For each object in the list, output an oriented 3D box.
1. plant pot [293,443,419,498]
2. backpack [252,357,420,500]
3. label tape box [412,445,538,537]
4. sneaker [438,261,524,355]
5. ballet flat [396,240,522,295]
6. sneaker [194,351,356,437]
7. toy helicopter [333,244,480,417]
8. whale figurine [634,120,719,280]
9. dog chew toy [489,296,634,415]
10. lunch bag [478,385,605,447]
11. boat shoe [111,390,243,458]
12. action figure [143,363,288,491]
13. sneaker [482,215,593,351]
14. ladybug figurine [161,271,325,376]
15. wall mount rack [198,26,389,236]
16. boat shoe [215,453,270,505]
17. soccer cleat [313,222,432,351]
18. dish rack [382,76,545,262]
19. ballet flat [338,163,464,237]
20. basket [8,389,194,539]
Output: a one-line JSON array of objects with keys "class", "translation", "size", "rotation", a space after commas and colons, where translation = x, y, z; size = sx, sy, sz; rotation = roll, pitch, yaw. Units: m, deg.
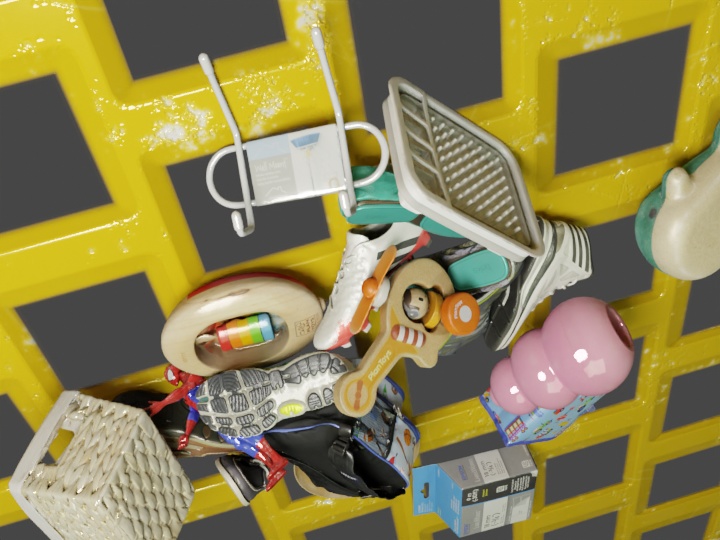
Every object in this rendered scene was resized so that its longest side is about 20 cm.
[{"class": "plant pot", "translation": [-0.007, 0.274, 1.192], "size": [0.195, 0.028, 0.203], "rotation": [-9, 133, -10]}, {"class": "backpack", "translation": [-0.018, 0.213, 1.027], "size": [0.197, 0.156, 0.191], "rotation": [-9, 133, 42]}, {"class": "label tape box", "translation": [0.189, 0.374, 1.314], "size": [0.195, 0.064, 0.147], "rotation": [-12, 132, -8]}, {"class": "sneaker", "translation": [0.142, 0.039, 1.015], "size": [0.080, 0.075, 0.200], "rotation": [15, 131, -39]}, {"class": "ballet flat", "translation": [0.112, 0.005, 0.951], "size": [0.197, 0.074, 0.072], "rotation": [-17, 141, 40]}, {"class": "sneaker", "translation": [-0.097, 0.143, 0.926], "size": [0.195, 0.080, 0.080], "rotation": [-13, 89, 8]}, {"class": "toy helicopter", "translation": [0.032, 0.067, 0.858], "size": [0.133, 0.078, 0.201], "rotation": [48, 64, -20]}, {"class": "whale figurine", "translation": [0.415, -0.092, 0.975], "size": [0.157, 0.103, 0.204], "rotation": [20, 97, -31]}, {"class": "dog chew toy", "translation": [0.253, 0.122, 1.028], "size": [0.199, 0.127, 0.123], "rotation": [-36, 132, 29]}, {"class": "lunch bag", "translation": [0.302, 0.191, 1.185], "size": [0.197, 0.095, 0.151], "rotation": [19, 120, -41]}, {"class": "boat shoe", "translation": [-0.236, 0.209, 1.040], "size": [0.195, 0.077, 0.075], "rotation": [13, 131, -16]}, {"class": "action figure", "translation": [-0.189, 0.199, 0.959], "size": [0.098, 0.200, 0.066], "rotation": [-36, 159, -30]}, {"class": "sneaker", "translation": [0.238, 0.028, 1.020], "size": [0.113, 0.076, 0.204], "rotation": [6, 125, -20]}, {"class": "ladybug figurine", "translation": [-0.138, 0.057, 0.931], "size": [0.195, 0.073, 0.138], "rotation": [-11, 133, -8]}, {"class": "wall mount rack", "translation": [-0.076, -0.132, 0.774], "size": [0.195, 0.075, 0.179], "rotation": [-9, 96, 10]}, {"class": "boat shoe", "translation": [-0.147, 0.270, 1.075], "size": [0.062, 0.073, 0.200], "rotation": [-36, 169, -7]}, {"class": "soccer cleat", "translation": [0.000, 0.000, 0.905], "size": [0.085, 0.068, 0.201], "rotation": [41, 87, -28]}, {"class": "dish rack", "translation": [0.099, -0.096, 0.811], "size": [0.197, 0.175, 0.043], "rotation": [23, 132, -33]}, {"class": "ballet flat", "translation": [0.065, -0.083, 0.863], "size": [0.196, 0.072, 0.067], "rotation": [5, 155, -28]}, {"class": "basket", "translation": [-0.294, 0.258, 0.936], "size": [0.120, 0.137, 0.203], "rotation": [3, 137, 17]}]
